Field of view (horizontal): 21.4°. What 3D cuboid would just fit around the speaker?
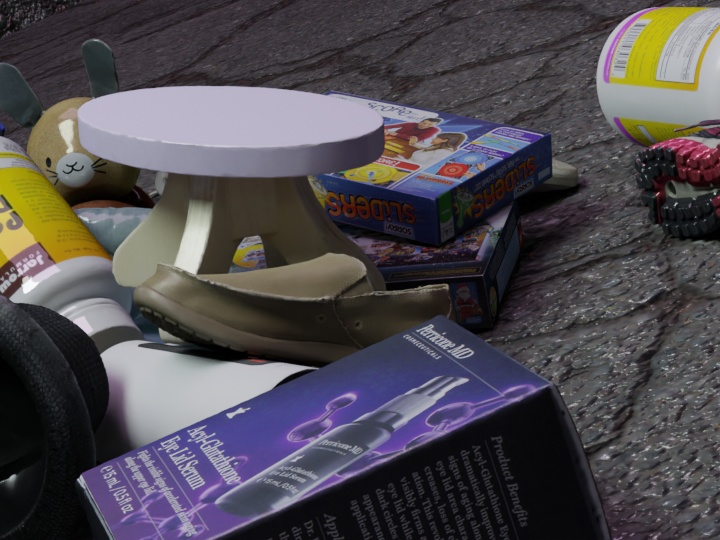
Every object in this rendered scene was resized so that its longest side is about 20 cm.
[{"bbox_3d":[-0.081,0.087,1.069,0.081,0.082,0.199,-29,18,-30],"label":"speaker"}]

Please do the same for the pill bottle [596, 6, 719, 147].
[{"bbox_3d":[0.257,-0.131,1.332,0.104,0.105,0.200,-25,18,-20],"label":"pill bottle"}]

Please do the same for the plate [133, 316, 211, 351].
[{"bbox_3d":[-0.084,0.020,1.380,0.198,0.026,0.200,-17,17,5],"label":"plate"}]

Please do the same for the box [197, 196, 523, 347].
[{"bbox_3d":[0.000,0.000,1.264,0.198,0.038,0.137,-4,23,16],"label":"box"}]

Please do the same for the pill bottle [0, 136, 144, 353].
[{"bbox_3d":[-0.232,0.004,1.324,0.109,0.110,0.200,-27,55,-25],"label":"pill bottle"}]

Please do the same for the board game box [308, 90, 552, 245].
[{"bbox_3d":[0.014,-0.075,1.319,0.199,0.035,0.135,15,32,38],"label":"board game box"}]

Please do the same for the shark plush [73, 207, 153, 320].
[{"bbox_3d":[-0.119,-0.027,1.378,0.198,0.084,0.091,-13,17,22],"label":"shark plush"}]

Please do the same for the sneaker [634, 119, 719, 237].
[{"bbox_3d":[0.250,-0.064,1.172,0.074,0.081,0.200,-24,16,-23],"label":"sneaker"}]

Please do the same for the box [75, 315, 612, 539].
[{"bbox_3d":[-0.009,0.116,0.850,0.199,0.105,0.148,-24,16,-13],"label":"box"}]

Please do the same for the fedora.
[{"bbox_3d":[-0.213,0.077,1.086,0.199,0.203,0.091,-8,12,34],"label":"fedora"}]

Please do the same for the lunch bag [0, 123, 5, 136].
[{"bbox_3d":[-0.348,-0.034,1.535,0.093,0.201,0.151,25,22,-1],"label":"lunch bag"}]

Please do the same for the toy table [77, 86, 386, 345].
[{"bbox_3d":[-0.076,-0.041,1.171,0.199,0.118,0.183,11,24,35],"label":"toy table"}]

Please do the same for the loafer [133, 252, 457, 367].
[{"bbox_3d":[-0.032,0.021,1.084,0.198,0.068,0.076,14,-6,-23],"label":"loafer"}]

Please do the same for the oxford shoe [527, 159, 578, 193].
[{"bbox_3d":[0.062,-0.059,1.412,0.198,0.058,0.075,-3,7,-2],"label":"oxford shoe"}]

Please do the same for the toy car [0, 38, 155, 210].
[{"bbox_3d":[-0.221,-0.078,1.518,0.163,0.202,0.158,-13,17,8],"label":"toy car"}]

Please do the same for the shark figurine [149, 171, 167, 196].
[{"bbox_3d":[-0.167,-0.107,1.776,0.127,0.090,0.215,-17,15,14],"label":"shark figurine"}]
